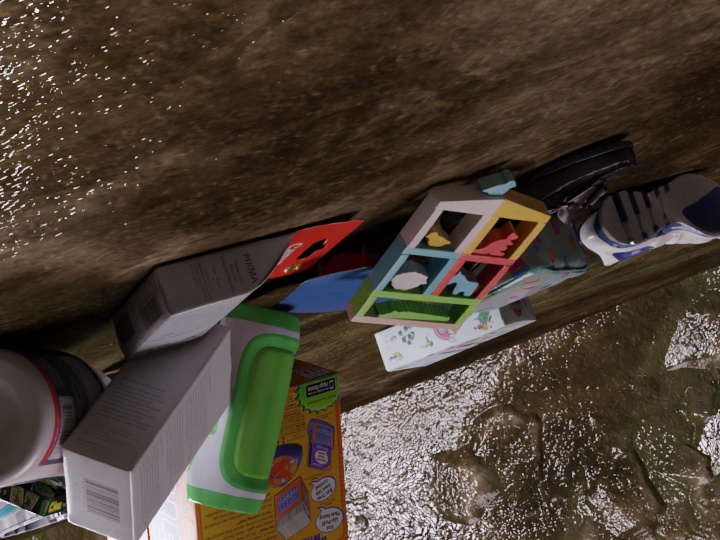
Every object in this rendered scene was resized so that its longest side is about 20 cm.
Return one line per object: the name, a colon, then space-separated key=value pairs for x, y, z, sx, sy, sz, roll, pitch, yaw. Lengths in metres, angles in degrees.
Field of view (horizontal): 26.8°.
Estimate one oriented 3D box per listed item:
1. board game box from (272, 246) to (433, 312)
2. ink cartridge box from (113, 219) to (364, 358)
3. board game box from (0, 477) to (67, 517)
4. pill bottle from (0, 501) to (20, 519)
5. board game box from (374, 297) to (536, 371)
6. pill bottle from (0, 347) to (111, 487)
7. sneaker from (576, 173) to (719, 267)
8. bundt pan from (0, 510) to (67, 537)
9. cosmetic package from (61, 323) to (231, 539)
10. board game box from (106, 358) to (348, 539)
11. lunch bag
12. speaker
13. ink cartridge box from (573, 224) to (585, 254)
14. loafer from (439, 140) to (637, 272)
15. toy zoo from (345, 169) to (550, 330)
board game box: x=0.000 y=0.000 z=1.494 sx=0.157 sy=0.039 sz=0.200 roll=-5 pitch=167 yaw=-20
ink cartridge box: x=-0.105 y=0.017 z=1.334 sx=0.199 sy=0.047 sz=0.160 roll=-14 pitch=169 yaw=-25
board game box: x=-0.362 y=0.181 z=1.420 sx=0.199 sy=0.024 sz=0.105 roll=20 pitch=179 yaw=11
pill bottle: x=-0.404 y=0.208 z=1.607 sx=0.110 sy=0.111 sz=0.200 roll=-18 pitch=171 yaw=-11
board game box: x=0.143 y=0.085 z=2.245 sx=0.199 sy=0.065 sz=0.147 roll=-23 pitch=172 yaw=23
pill bottle: x=-0.294 y=0.131 z=1.364 sx=0.119 sy=0.120 sz=0.200 roll=-22 pitch=171 yaw=11
sneaker: x=0.336 y=-0.058 z=1.809 sx=0.199 sy=0.081 sz=0.115 roll=-7 pitch=170 yaw=-29
bundt pan: x=-0.496 y=0.362 z=2.433 sx=0.201 sy=0.076 sz=0.202 roll=-21 pitch=171 yaw=-3
cosmetic package: x=-0.190 y=0.138 z=1.375 sx=0.200 sy=0.071 sz=0.102 roll=-57 pitch=159 yaw=-47
board game box: x=-0.155 y=0.211 z=1.677 sx=0.199 sy=0.201 sz=0.199 roll=-13 pitch=-164 yaw=-38
lunch bag: x=0.156 y=-0.004 z=1.697 sx=0.160 sy=0.077 sz=0.200 roll=-23 pitch=171 yaw=26
speaker: x=-0.117 y=0.137 z=1.511 sx=0.088 sy=0.201 sz=0.088 roll=12 pitch=175 yaw=1
ink cartridge box: x=0.222 y=-0.007 z=1.927 sx=0.094 sy=0.044 sz=0.200 roll=-18 pitch=171 yaw=-4
loafer: x=0.176 y=-0.060 z=1.443 sx=0.199 sy=0.063 sz=0.072 roll=-23 pitch=170 yaw=16
toy zoo: x=0.087 y=-0.018 z=1.392 sx=0.131 sy=0.021 sz=0.200 roll=6 pitch=137 yaw=-34
